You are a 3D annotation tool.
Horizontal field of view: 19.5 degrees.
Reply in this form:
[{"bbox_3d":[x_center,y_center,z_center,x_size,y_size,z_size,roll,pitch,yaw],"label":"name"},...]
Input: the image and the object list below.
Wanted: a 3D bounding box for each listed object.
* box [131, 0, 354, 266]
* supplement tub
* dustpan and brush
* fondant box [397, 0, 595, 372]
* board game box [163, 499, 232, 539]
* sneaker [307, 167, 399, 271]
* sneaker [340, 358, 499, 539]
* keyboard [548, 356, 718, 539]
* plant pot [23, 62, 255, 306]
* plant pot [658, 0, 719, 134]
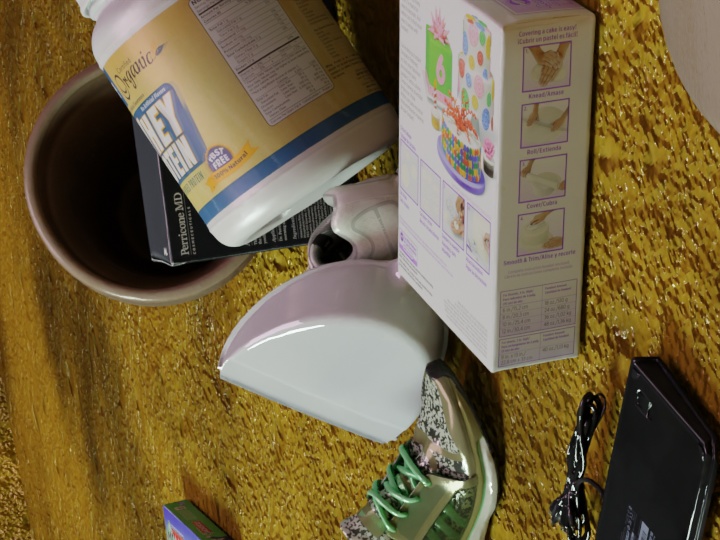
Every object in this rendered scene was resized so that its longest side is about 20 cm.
[{"bbox_3d":[-0.088,-0.113,1.479,0.079,0.141,0.200,-172,75,-71],"label":"box"},{"bbox_3d":[-0.083,-0.132,1.357,0.200,0.145,0.145,56,159,1],"label":"supplement tub"},{"bbox_3d":[0.015,0.022,1.312,0.200,0.139,0.057,-44,30,45],"label":"dustpan and brush"},{"bbox_3d":[0.071,-0.065,1.159,0.144,0.058,0.200,-131,36,-58],"label":"fondant box"},{"bbox_3d":[-0.147,0.312,2.037,0.200,0.029,0.135,-159,61,-69],"label":"board game box"},{"bbox_3d":[0.000,0.000,1.370,0.200,0.081,0.075,104,149,-53],"label":"sneaker"},{"bbox_3d":[0.033,0.149,1.323,0.077,0.089,0.200,-127,33,-55],"label":"sneaker"},{"bbox_3d":[0.141,0.128,1.102,0.127,0.021,0.200,53,147,44],"label":"keyboard"},{"bbox_3d":[-0.158,-0.061,1.694,0.175,0.200,0.200,76,-179,-80],"label":"plant pot"},{"bbox_3d":[0.174,-0.145,0.630,0.177,0.200,0.200,-143,46,-80],"label":"plant pot"}]
